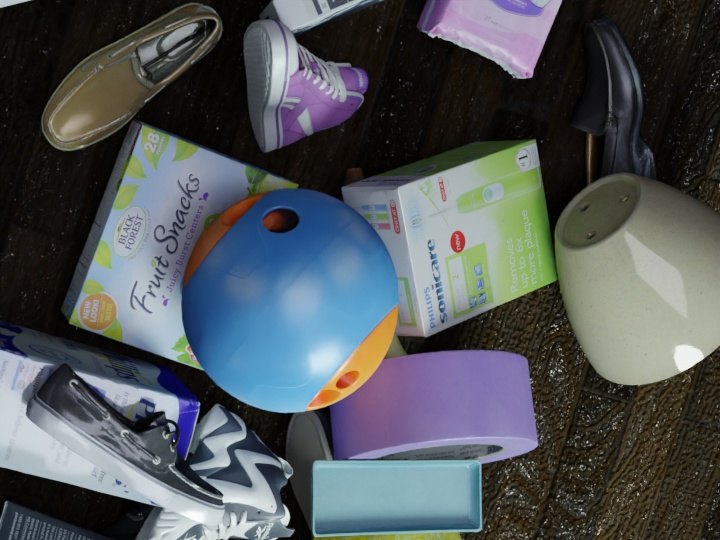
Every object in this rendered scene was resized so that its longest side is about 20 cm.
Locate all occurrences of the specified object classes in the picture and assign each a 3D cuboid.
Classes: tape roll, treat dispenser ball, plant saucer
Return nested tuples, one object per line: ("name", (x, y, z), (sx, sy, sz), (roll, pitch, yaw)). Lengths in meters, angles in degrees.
("tape roll", (0.069, 0.139, 1.740), (0.198, 0.200, 0.086), (-2, 76, -15))
("treat dispenser ball", (-0.063, 0.027, 1.629), (0.198, 0.201, 0.203), (-2, 99, -14))
("plant saucer", (0.034, 0.216, 1.717), (0.198, 0.019, 0.071), (4, 83, -35))

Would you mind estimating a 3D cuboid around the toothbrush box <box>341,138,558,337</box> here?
("toothbrush box", (0.089, -0.034, 1.743), (0.199, 0.086, 0.147), (-20, 104, -40))

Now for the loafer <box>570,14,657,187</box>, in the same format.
("loafer", (0.248, -0.155, 1.818), (0.072, 0.073, 0.202), (-15, 101, -9))

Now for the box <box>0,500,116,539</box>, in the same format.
("box", (-0.278, 0.324, 1.697), (0.198, 0.149, 0.108), (22, 49, -17))

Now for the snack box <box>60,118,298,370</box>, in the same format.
("snack box", (-0.174, -0.021, 1.725), (0.167, 0.068, 0.202), (21, 92, -19))

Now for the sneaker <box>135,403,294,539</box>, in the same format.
("sneaker", (-0.128, 0.239, 1.690), (0.129, 0.080, 0.200), (32, 51, -9))

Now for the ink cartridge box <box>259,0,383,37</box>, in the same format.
("ink cartridge box", (0.004, -0.272, 1.716), (0.198, 0.099, 0.040), (-25, 93, -9))

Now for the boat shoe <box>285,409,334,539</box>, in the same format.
("boat shoe", (-0.022, 0.226, 1.817), (0.062, 0.072, 0.202), (-23, 106, -36))

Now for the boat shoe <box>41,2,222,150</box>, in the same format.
("boat shoe", (-0.215, -0.184, 1.685), (0.200, 0.076, 0.072), (-41, 107, -5))

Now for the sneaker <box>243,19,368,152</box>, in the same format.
("sneaker", (-0.048, -0.186, 1.678), (0.113, 0.201, 0.073), (-17, 73, -8))

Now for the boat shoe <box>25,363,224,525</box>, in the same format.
("boat shoe", (-0.193, 0.148, 1.561), (0.199, 0.070, 0.067), (34, 91, -11))

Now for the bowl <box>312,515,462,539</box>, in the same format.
("bowl", (0.046, 0.311, 1.772), (0.199, 0.107, 0.203), (-11, 105, -45))

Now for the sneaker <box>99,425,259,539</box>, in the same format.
("sneaker", (-0.184, 0.216, 1.768), (0.198, 0.076, 0.088), (-23, 93, -17))

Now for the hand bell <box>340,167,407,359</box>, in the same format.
("hand bell", (0.000, 0.000, 1.781), (0.103, 0.104, 0.203), (-2, 86, -14))

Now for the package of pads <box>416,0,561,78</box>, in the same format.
("package of pads", (0.148, -0.302, 1.765), (0.120, 0.076, 0.202), (22, 92, -20))

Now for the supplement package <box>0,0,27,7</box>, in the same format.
("supplement package", (-0.306, -0.317, 1.599), (0.198, 0.152, 0.152), (-16, 102, -12))

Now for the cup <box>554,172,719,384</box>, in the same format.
("cup", (0.270, -0.012, 1.765), (0.200, 0.200, 0.143), (-44, 118, -4))

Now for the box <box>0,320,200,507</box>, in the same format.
("box", (-0.268, 0.128, 1.665), (0.198, 0.184, 0.106), (17, 93, -17))
